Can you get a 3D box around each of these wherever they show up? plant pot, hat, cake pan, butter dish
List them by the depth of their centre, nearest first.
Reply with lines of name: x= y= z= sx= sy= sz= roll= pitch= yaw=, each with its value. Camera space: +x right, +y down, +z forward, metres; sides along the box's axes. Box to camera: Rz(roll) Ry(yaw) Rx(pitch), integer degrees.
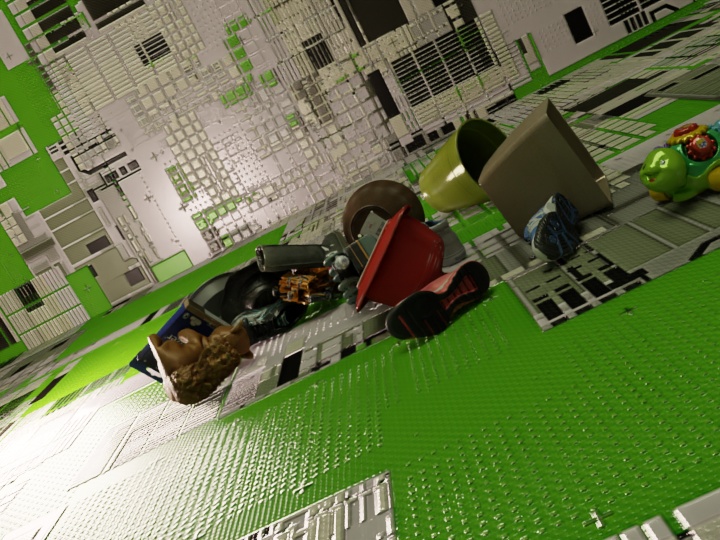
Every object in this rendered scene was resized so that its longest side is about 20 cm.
butter dish: x=0.092 y=-0.004 z=1.395 sx=0.200 sy=0.148 sz=0.200 roll=-32 pitch=-34 yaw=-81
plant pot: x=0.335 y=-0.177 z=1.485 sx=0.177 sy=0.200 sz=0.200 roll=-36 pitch=8 yaw=23
plant pot: x=0.040 y=-0.099 z=1.693 sx=0.187 sy=0.187 sz=0.200 roll=-25 pitch=3 yaw=10
hat: x=-0.217 y=0.072 z=1.777 sx=0.200 sy=0.201 sz=0.081 roll=-31 pitch=51 yaw=-15
cake pan: x=-0.317 y=0.094 z=1.811 sx=0.200 sy=0.200 sz=0.037 roll=-33 pitch=54 yaw=-24
plant pot: x=0.249 y=-0.234 z=1.919 sx=0.200 sy=0.200 sz=0.193 roll=-38 pitch=4 yaw=-39

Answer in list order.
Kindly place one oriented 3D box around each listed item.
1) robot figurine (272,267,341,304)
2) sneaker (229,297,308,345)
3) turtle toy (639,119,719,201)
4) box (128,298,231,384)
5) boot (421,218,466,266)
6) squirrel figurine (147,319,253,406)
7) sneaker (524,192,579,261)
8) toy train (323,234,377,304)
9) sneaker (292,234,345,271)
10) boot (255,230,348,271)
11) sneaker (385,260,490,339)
robot figurine: x=-0.102 y=0.025 z=1.727 sx=0.145 sy=0.058 sz=0.200 roll=8 pitch=15 yaw=27
sneaker: x=-0.200 y=0.109 z=1.699 sx=0.200 sy=0.075 sz=0.079 roll=-31 pitch=15 yaw=-15
turtle toy: x=0.513 y=-0.170 z=1.237 sx=0.200 sy=0.101 sz=0.146 roll=-35 pitch=14 yaw=-31
box: x=-0.377 y=0.163 z=1.660 sx=0.200 sy=0.121 sz=0.032 roll=-46 pitch=33 yaw=12
boot: x=0.128 y=-0.057 z=1.615 sx=0.074 sy=0.096 sz=0.200 roll=-36 pitch=15 yaw=-34
squirrel figurine: x=-0.296 y=0.178 z=1.564 sx=0.187 sy=0.142 sz=0.200 roll=-21 pitch=23 yaw=-22
sneaker: x=0.314 y=-0.058 z=1.320 sx=0.077 sy=0.076 sz=0.200 roll=-46 pitch=1 yaw=32
toy train: x=0.000 y=0.000 z=1.570 sx=0.114 sy=0.085 sz=0.200 roll=-31 pitch=-19 yaw=-2
sneaker: x=-0.085 y=-0.017 z=2.017 sx=0.200 sy=0.079 sz=0.095 roll=-27 pitch=-10 yaw=2
boot: x=-0.131 y=-0.038 z=1.752 sx=0.200 sy=0.073 sz=0.182 roll=-9 pitch=13 yaw=-12
sneaker: x=0.119 y=0.058 z=1.278 sx=0.200 sy=0.074 sz=0.087 roll=-29 pitch=-2 yaw=-25
